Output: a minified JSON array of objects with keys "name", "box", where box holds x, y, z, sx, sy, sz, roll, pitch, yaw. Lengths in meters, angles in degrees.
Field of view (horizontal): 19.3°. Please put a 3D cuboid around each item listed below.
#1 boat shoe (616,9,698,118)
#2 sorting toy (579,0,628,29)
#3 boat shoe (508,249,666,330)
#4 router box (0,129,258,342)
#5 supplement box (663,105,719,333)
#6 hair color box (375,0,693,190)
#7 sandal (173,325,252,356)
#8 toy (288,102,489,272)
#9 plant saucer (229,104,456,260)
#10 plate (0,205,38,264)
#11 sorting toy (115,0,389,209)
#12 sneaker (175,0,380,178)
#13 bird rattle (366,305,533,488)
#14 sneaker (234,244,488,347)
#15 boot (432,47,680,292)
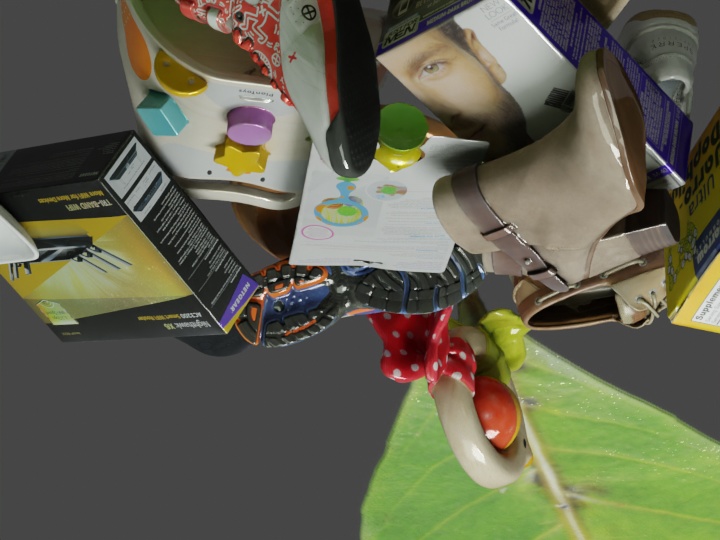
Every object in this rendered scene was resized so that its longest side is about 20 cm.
[{"name":"boat shoe","box":[0.193,-0.095,1.489,0.070,0.070,0.201,2,145,-3]},{"name":"sorting toy","box":[0.091,-0.225,1.347,0.199,0.037,0.185,18,142,-14]},{"name":"boat shoe","box":[0.214,0.011,1.635,0.198,0.072,0.076,-9,143,16]},{"name":"router box","box":[-0.193,-0.020,1.544,0.199,0.052,0.157,-5,133,45]},{"name":"supplement box","box":[0.313,-0.020,1.412,0.198,0.110,0.109,12,142,-12]},{"name":"hair color box","box":[0.116,-0.117,1.387,0.109,0.065,0.200,-24,126,37]},{"name":"sandal","box":[-0.166,0.025,1.698,0.199,0.043,0.076,27,138,-30]},{"name":"toy","box":[0.016,-0.060,1.453,0.114,0.048,0.200,4,157,-6]},{"name":"plant saucer","box":[-0.001,-0.049,1.592,0.198,0.038,0.201,1,145,1]},{"name":"plate","box":[-0.353,-0.062,1.490,0.198,0.033,0.200,-7,146,24]},{"name":"sorting toy","box":[-0.078,-0.106,1.457,0.198,0.108,0.181,7,146,-7]},{"name":"sneaker","box":[-0.056,-0.152,1.342,0.107,0.203,0.067,-9,-176,24]},{"name":"bird rattle","box":[0.091,0.088,1.657,0.112,0.164,0.200,-21,173,13]},{"name":"sneaker","box":[0.000,0.000,1.579,0.198,0.078,0.076,-11,101,-1]},{"name":"boot","box":[0.116,-0.058,1.353,0.145,0.071,0.201,-6,138,22]}]
